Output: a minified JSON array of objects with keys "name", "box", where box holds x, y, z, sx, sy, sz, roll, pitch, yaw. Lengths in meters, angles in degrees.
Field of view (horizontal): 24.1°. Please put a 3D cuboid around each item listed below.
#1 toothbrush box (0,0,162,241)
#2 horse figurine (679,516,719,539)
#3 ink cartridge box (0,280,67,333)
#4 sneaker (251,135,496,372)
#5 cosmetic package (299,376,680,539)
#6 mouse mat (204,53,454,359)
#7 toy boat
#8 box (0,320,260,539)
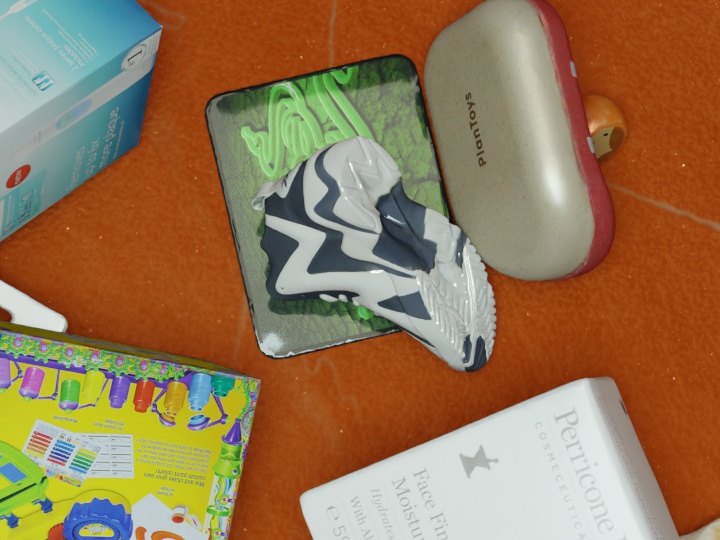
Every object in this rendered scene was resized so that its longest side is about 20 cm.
[{"name":"toothbrush box","box":[-0.238,-0.098,1.115,0.085,0.147,0.200,45,59,12]},{"name":"horse figurine","box":[0.238,0.217,1.152,0.199,0.050,0.133,-16,63,12]},{"name":"ink cartridge box","box":[-0.291,0.099,1.157,0.115,0.067,0.201,29,81,2]},{"name":"sneaker","box":[0.000,0.000,1.177,0.199,0.129,0.080,45,52,-31]},{"name":"cosmetic package","box":[0.096,0.179,1.083,0.199,0.165,0.166,-24,81,12]},{"name":"mouse mat","box":[-0.016,-0.048,1.218,0.160,0.008,0.202,-13,81,-4]},{"name":"toy boat","box":[0.133,-0.094,1.186,0.130,0.130,0.202,-7,80,-32]},{"name":"box","box":[-0.192,0.139,1.079,0.199,0.122,0.194,13,88,-25]}]
